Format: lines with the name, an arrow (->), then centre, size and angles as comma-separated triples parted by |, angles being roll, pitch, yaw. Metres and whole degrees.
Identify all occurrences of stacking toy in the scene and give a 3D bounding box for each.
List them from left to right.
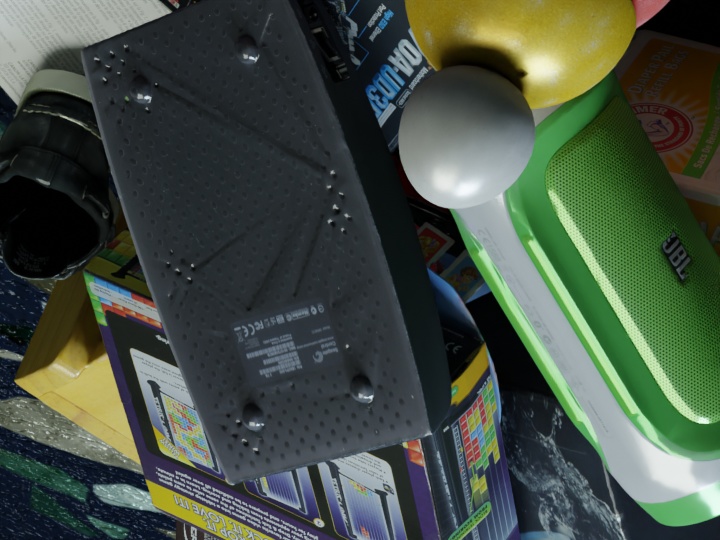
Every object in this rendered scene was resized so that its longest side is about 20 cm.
stacking toy -> 0.060, -0.110, 1.105 | 0.146, 0.201, 0.146 | 21, 158, 9

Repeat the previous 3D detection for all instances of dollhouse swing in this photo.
dollhouse swing -> -0.047, 0.038, 1.594 | 0.200, 0.182, 0.176 | 34, 136, -16

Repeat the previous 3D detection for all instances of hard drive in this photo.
hard drive -> -0.036, -0.018, 1.275 | 0.135, 0.042, 0.201 | -17, 93, 41

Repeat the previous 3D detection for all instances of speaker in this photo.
speaker -> 0.099, 0.000, 1.198 | 0.088, 0.088, 0.200 | -11, 115, 54

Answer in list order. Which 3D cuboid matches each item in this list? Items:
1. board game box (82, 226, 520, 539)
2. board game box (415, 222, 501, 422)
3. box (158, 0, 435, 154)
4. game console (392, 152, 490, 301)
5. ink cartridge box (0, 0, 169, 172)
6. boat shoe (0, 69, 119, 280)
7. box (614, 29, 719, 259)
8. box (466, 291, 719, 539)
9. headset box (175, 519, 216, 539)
board game box -> -0.023, 0.074, 1.398 | 0.200, 0.057, 0.166 | 23, 143, 32
board game box -> 0.000, 0.000, 1.394 | 0.200, 0.039, 0.158 | 38, 154, 20
box -> -0.017, -0.137, 1.273 | 0.159, 0.046, 0.200 | 40, 155, 0
game console -> 0.037, 0.004, 1.603 | 0.176, 0.031, 0.200 | 28, 158, -8
ink cartridge box -> -0.086, -0.116, 1.466 | 0.199, 0.050, 0.161 | -9, 145, 22
boat shoe -> -0.159, -0.029, 1.518 | 0.074, 0.066, 0.199 | 21, 155, -8
box -> 0.187, -0.013, 1.270 | 0.199, 0.113, 0.102 | 16, 129, 21
box -> 0.123, 0.118, 1.438 | 0.196, 0.117, 0.201 | 12, 122, 60
headset box -> 0.013, 0.139, 1.757 | 0.199, 0.149, 0.078 | 13, 117, 26
